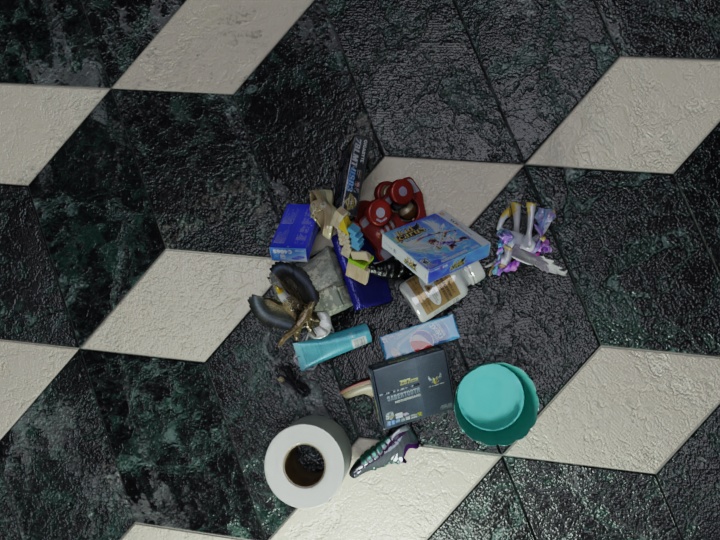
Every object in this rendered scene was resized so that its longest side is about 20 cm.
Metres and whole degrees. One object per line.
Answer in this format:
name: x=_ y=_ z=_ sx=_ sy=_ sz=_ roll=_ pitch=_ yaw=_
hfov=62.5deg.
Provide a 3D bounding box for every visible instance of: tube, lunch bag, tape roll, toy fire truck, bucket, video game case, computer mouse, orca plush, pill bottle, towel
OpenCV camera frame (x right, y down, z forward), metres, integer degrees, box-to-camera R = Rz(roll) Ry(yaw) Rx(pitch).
tube: x=-0.070 y=0.193 z=1.536 sx=0.199 sy=0.050 sz=0.078 roll=-18 pitch=97 yaw=-8
lunch bag: x=-0.124 y=0.045 z=1.530 sx=0.199 sy=0.139 sz=0.169 roll=-23 pitch=90 yaw=6
tape roll: x=-0.128 y=0.478 z=1.500 sx=0.201 sy=0.139 sz=0.205 roll=0 pitch=86 yaw=7
toy fire truck: x=0.087 y=-0.136 z=1.536 sx=0.200 sy=0.112 sz=0.168 roll=-42 pitch=109 yaw=-16
bucket: x=0.327 y=0.320 z=1.455 sx=0.205 sy=0.135 sz=0.209 roll=-1 pitch=86 yaw=7
video game case: x=0.184 y=-0.064 z=1.458 sx=0.199 sy=0.046 sz=0.181 roll=-23 pitch=42 yaw=-27
computer mouse: x=-0.136 y=0.223 z=1.564 sx=0.109 sy=0.044 sz=0.201 roll=33 pitch=85 yaw=-15
orca plush: x=0.107 y=-0.016 z=1.494 sx=0.199 sy=0.071 sz=0.106 roll=3 pitch=108 yaw=-34
pill bottle: x=0.209 y=0.033 z=1.501 sx=0.199 sy=0.114 sz=0.115 roll=-32 pitch=83 yaw=-1
towel: x=0.000 y=0.000 z=1.526 sx=0.049 sy=0.147 sz=0.201 roll=-27 pitch=77 yaw=39

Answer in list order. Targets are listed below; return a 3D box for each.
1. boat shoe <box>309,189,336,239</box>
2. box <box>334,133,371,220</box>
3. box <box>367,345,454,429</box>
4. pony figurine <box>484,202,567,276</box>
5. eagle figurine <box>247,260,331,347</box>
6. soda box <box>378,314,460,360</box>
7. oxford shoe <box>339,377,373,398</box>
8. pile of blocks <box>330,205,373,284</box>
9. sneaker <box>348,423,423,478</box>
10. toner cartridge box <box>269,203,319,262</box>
boat shoe: x=-0.100 y=-0.146 z=1.506 sx=0.064 sy=0.201 sz=0.073 roll=7 pitch=125 yaw=-13
box: x=-0.028 y=-0.224 z=1.509 sx=0.049 sy=0.198 sz=0.202 roll=10 pitch=86 yaw=-11
box: x=0.129 y=0.290 z=1.481 sx=0.198 sy=0.051 sz=0.159 roll=-13 pitch=98 yaw=-13
pony figurine: x=0.415 y=-0.064 z=1.482 sx=0.192 sy=0.166 sz=0.202 roll=18 pitch=92 yaw=40
eagle figurine: x=-0.168 y=0.078 z=1.415 sx=0.151 sy=0.200 sz=0.152 roll=-13 pitch=114 yaw=-25
soda box: x=0.151 y=0.171 z=1.523 sx=0.199 sy=0.068 sz=0.065 roll=-19 pitch=83 yaw=5
oxford shoe: x=0.047 y=0.308 z=1.526 sx=0.198 sy=0.070 sz=0.075 roll=-15 pitch=86 yaw=6
pile of blocks: x=-0.007 y=-0.067 z=1.405 sx=0.082 sy=0.062 sz=0.201 roll=6 pitch=127 yaw=34
sneaker: x=0.065 y=0.479 z=1.511 sx=0.200 sy=0.074 sz=0.088 roll=-41 pitch=87 yaw=2
toner cartridge box: x=-0.163 y=-0.100 z=1.530 sx=0.094 sy=0.201 sz=0.043 roll=2 pitch=128 yaw=9
